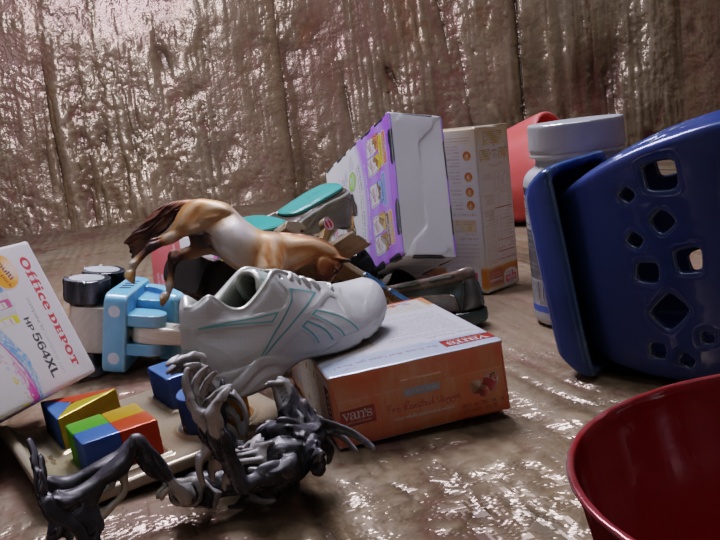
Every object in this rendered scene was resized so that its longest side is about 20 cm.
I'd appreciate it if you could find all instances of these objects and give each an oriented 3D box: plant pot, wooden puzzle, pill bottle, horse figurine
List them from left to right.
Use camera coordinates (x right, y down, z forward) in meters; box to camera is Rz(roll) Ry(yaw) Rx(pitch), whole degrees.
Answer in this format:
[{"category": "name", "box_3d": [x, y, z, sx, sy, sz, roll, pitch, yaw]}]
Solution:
[{"category": "wooden puzzle", "box_3d": [-0.161, 0.111, 0.711, 0.199, 0.047, 0.185, -12, 10, -28]}, {"category": "horse figurine", "box_3d": [-0.126, -0.011, 0.852, 0.199, 0.133, 0.050, 29, -16, 14]}, {"category": "plant pot", "box_3d": [0.291, -0.175, 1.719, 0.177, 0.201, 0.200, -13, 4, 36]}, {"category": "pill bottle", "box_3d": [0.224, -0.052, 0.937, 0.113, 0.201, 0.114, -6, 9, 1]}, {"category": "plant pot", "box_3d": [0.253, -0.020, 0.772, 0.179, 0.201, 0.200, -9, 7, 31]}]

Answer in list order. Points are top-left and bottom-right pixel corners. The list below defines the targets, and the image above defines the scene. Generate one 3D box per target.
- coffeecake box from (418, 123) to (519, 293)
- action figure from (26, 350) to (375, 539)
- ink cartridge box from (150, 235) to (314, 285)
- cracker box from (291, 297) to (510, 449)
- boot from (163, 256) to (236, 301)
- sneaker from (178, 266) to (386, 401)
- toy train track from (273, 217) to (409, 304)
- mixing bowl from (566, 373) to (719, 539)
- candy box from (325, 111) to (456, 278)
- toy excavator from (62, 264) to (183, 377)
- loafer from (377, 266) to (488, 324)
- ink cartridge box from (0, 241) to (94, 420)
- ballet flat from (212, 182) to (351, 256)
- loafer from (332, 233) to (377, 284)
[{"category": "coffeecake box", "box_3d": [0.113, -0.078, 1.181, 0.153, 0.201, 0.073, 3, 12, 43]}, {"category": "action figure", "box_3d": [-0.094, 0.101, 0.561, 0.199, 0.103, 0.119, -12, -1, -22]}, {"category": "ink cartridge box", "box_3d": [-0.153, -0.005, 1.183, 0.199, 0.068, 0.117, -11, -17, 1]}, {"category": "cracker box", "box_3d": [0.021, 0.076, 0.755, 0.133, 0.058, 0.200, -11, 9, -12]}, {"category": "boot", "box_3d": [-0.085, 0.040, 0.978, 0.186, 0.064, 0.200, 26, -2, 26]}, {"category": "sneaker", "box_3d": [-0.052, 0.030, 0.697, 0.070, 0.081, 0.200, -6, 11, 42]}, {"category": "toy train track", "box_3d": [0.000, 0.000, 0.932, 0.200, 0.033, 0.115, 32, -41, -26]}, {"category": "mixing bowl", "box_3d": [0.171, 0.108, 0.294, 0.199, 0.109, 0.200, -7, 9, 1]}, {"category": "candy box", "box_3d": [0.030, -0.071, 1.109, 0.071, 0.169, 0.200, 1, -14, -24]}, {"category": "toy excavator", "box_3d": [-0.203, 0.059, 0.946, 0.199, 0.100, 0.194, 3, 9, -2]}, {"category": "loafer", "box_3d": [0.059, 0.022, 1.032, 0.072, 0.063, 0.199, -15, 13, -42]}, {"category": "ink cartridge box", "box_3d": [-0.323, 0.068, 0.729, 0.125, 0.129, 0.200, -27, 2, 24]}, {"category": "ballet flat", "box_3d": [-0.081, -0.035, 0.959, 0.067, 0.064, 0.200, 13, 29, 43]}, {"category": "loafer", "box_3d": [-0.057, 0.005, 1.092, 0.068, 0.071, 0.200, -34, 7, -38]}]
